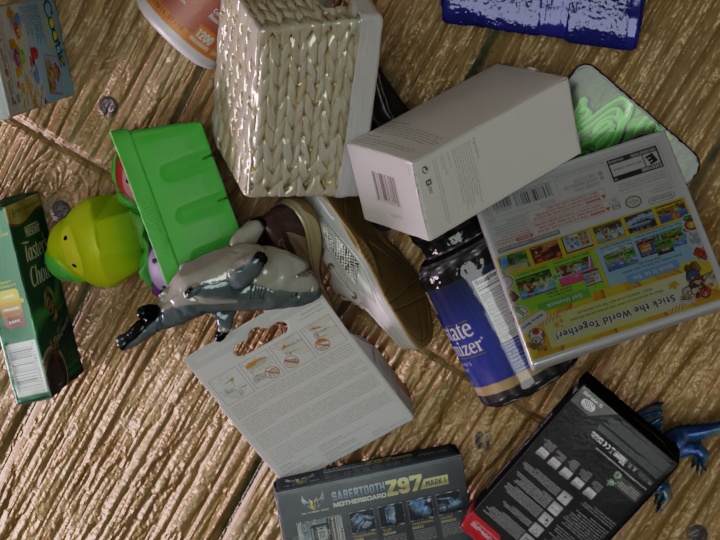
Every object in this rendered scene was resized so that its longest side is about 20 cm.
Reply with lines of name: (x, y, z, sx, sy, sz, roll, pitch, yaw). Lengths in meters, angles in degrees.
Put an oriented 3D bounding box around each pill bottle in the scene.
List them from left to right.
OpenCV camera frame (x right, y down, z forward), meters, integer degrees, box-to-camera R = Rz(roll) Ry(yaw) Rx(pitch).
pill bottle: (-0.118, -0.304, 1.642, 0.112, 0.112, 0.200, 44, 104, -2)
pill bottle: (0.126, 0.023, 1.669, 0.111, 0.112, 0.202, -27, 95, 12)

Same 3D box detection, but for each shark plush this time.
shark plush: (-0.140, 0.034, 1.602, 0.199, 0.091, 0.084, -30, 116, -3)

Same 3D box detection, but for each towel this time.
towel: (0.183, -0.299, 1.636, 0.197, 0.050, 0.150, 9, 95, 7)

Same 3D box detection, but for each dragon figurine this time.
dragon figurine: (0.298, 0.172, 1.698, 0.099, 0.059, 0.200, 44, 105, -2)

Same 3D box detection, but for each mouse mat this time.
mouse mat: (0.221, -0.083, 1.689, 0.160, 0.008, 0.201, 39, 102, 0)

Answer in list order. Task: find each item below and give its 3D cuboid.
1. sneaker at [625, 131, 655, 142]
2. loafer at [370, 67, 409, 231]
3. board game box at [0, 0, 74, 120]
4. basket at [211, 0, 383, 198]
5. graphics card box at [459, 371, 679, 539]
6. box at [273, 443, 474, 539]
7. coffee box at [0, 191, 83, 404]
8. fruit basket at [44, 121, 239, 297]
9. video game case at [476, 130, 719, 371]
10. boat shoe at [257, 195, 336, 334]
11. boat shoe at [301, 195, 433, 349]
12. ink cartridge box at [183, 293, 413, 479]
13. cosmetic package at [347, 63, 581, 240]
sneaker: (0.256, -0.032, 1.635, 0.074, 0.106, 0.202, 19, 103, 4)
loafer: (0.022, -0.144, 1.681, 0.071, 0.073, 0.203, -15, 99, -15)
board game box: (-0.368, -0.203, 1.651, 0.102, 0.200, 0.106, -9, 100, 10)
basket: (-0.065, -0.179, 1.600, 0.122, 0.136, 0.202, -8, 128, -20)
graphics card box: (0.207, 0.215, 1.671, 0.125, 0.051, 0.201, 38, 109, 2)
box: (0.019, 0.277, 1.741, 0.197, 0.051, 0.160, -12, 100, -6)
coffee box: (-0.342, 0.026, 1.732, 0.043, 0.123, 0.203, -12, 97, 8)
fruit basket: (-0.228, -0.042, 1.700, 0.213, 0.155, 0.219, -1, 95, -9)
video game case: (0.225, -0.020, 1.590, 0.198, 0.023, 0.184, -18, 71, -2)
boat shoe: (-0.073, 0.027, 1.693, 0.072, 0.072, 0.202, 21, 129, 37)
boat shoe: (0.000, 0.000, 1.709, 0.069, 0.071, 0.201, -33, 89, 33)
ink cartridge box: (-0.062, 0.110, 1.706, 0.161, 0.050, 0.201, -29, 119, 12)
cosmetic package: (0.100, -0.116, 1.590, 0.199, 0.107, 0.086, -28, 118, -27)
